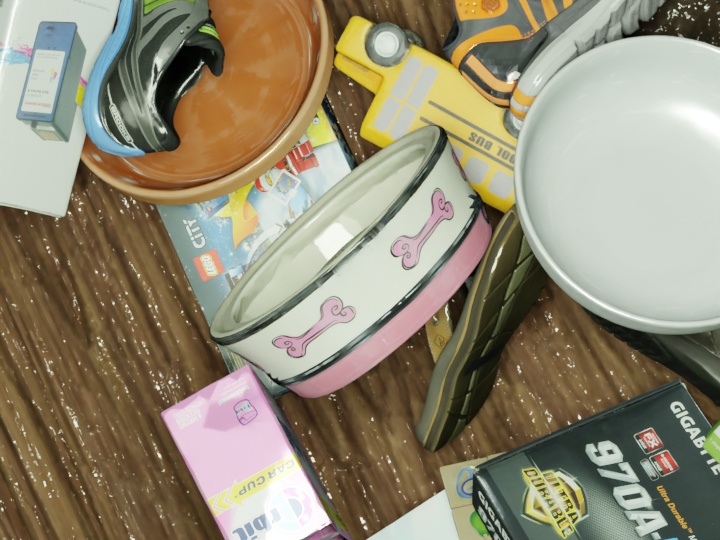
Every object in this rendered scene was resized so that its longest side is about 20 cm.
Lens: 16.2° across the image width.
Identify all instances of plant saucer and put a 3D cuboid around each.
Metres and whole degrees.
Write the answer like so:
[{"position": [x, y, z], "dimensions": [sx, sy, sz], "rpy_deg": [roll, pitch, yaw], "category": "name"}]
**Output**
[{"position": [-0.111, -0.136, 1.731], "dimensions": [0.199, 0.032, 0.201], "rpy_deg": [-8, 65, 18], "category": "plant saucer"}]

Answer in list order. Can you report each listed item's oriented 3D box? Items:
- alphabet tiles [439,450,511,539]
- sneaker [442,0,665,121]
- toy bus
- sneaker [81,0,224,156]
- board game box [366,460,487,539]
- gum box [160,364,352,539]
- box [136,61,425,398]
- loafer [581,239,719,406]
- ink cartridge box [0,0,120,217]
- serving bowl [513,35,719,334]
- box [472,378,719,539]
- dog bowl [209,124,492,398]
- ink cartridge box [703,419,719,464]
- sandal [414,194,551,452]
[{"position": [0.168, 0.178, 1.650], "dimensions": [0.199, 0.008, 0.168], "rpy_deg": [-11, 54, -7], "category": "alphabet tiles"}, {"position": [0.131, -0.195, 1.665], "dimensions": [0.112, 0.078, 0.200], "rpy_deg": [38, 66, 20], "category": "sneaker"}, {"position": [0.071, -0.097, 1.703], "dimensions": [0.199, 0.065, 0.079], "rpy_deg": [28, 97, 11], "category": "toy bus"}, {"position": [-0.122, -0.168, 1.696], "dimensions": [0.082, 0.071, 0.200], "rpy_deg": [11, 77, 21], "category": "sneaker"}, {"position": [0.052, 0.260, 1.665], "dimensions": [0.199, 0.043, 0.200], "rpy_deg": [-33, 57, 6], "category": "board game box"}, {"position": [-0.064, 0.140, 1.663], "dimensions": [0.066, 0.200, 0.114], "rpy_deg": [-29, 78, -1], "category": "gum box"}, {"position": [-0.056, -0.024, 1.743], "dimensions": [0.136, 0.038, 0.201], "rpy_deg": [-25, 84, 11], "category": "box"}, {"position": [0.218, 0.030, 1.665], "dimensions": [0.200, 0.073, 0.071], "rpy_deg": [37, 80, -6], "category": "loafer"}, {"position": [-0.249, -0.149, 1.733], "dimensions": [0.145, 0.087, 0.201], "rpy_deg": [16, 91, 48], "category": "ink cartridge box"}, {"position": [0.191, -0.047, 1.609], "dimensions": [0.199, 0.066, 0.201], "rpy_deg": [2, 68, -5], "category": "serving bowl"}, {"position": [0.184, 0.183, 1.613], "dimensions": [0.158, 0.046, 0.200], "rpy_deg": [-21, 56, -14], "category": "box"}, {"position": [0.000, 0.000, 1.620], "dimensions": [0.200, 0.200, 0.074], "rpy_deg": [-41, 103, 9], "category": "dog bowl"}, {"position": [0.332, 0.081, 1.547], "dimensions": [0.148, 0.076, 0.200], "rpy_deg": [44, 109, 9], "category": "ink cartridge box"}, {"position": [0.072, 0.031, 1.674], "dimensions": [0.055, 0.082, 0.200], "rpy_deg": [36, 128, 22], "category": "sandal"}]
